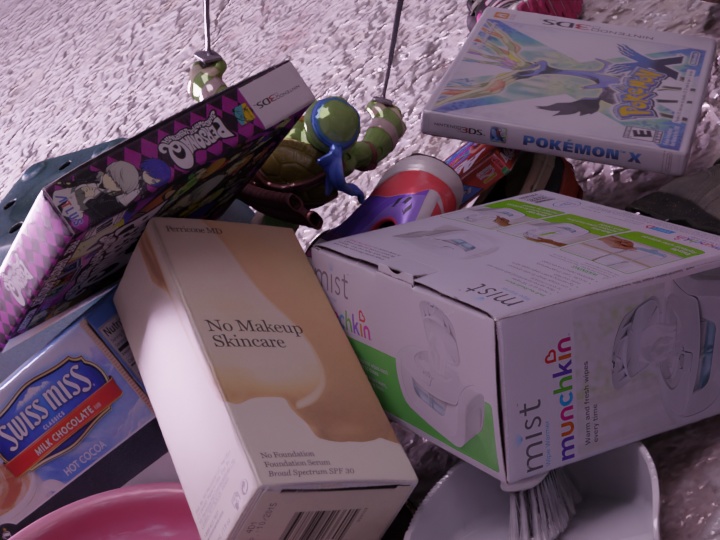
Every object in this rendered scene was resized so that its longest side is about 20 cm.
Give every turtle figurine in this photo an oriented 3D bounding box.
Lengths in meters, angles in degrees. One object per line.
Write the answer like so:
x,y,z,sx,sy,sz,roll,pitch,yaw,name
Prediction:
-0.050,-0.107,1.053,0.143,0.201,0.194,-13,-18,-34,turtle figurine

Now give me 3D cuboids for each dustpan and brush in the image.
0.101,0.106,0.833,0.139,0.058,0.200,-15,7,18,dustpan and brush

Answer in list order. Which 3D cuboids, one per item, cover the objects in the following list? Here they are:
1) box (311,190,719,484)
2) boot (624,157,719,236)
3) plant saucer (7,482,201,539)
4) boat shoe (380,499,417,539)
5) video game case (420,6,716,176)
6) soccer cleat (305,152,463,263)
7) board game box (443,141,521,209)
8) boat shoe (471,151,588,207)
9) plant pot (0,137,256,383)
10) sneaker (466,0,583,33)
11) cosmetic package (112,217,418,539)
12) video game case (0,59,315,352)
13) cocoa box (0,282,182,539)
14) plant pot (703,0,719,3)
0.095,0.026,0.856,0.176,0.097,0.200,-15,19,-27,box
0.259,-0.037,0.895,0.130,0.068,0.200,-33,29,-10,boot
-0.121,0.196,0.812,0.199,0.051,0.201,-6,30,3,plant saucer
-0.008,0.143,0.885,0.072,0.072,0.200,-38,28,-8,boat shoe
0.155,-0.134,1.075,0.181,0.022,0.200,11,34,14,video game case
0.000,0.000,1.033,0.200,0.068,0.073,-47,13,46,soccer cleat
0.047,-0.048,1.103,0.200,0.019,0.103,-38,13,34,board game box
0.081,-0.011,1.043,0.200,0.063,0.071,-46,32,-18,boat shoe
-0.187,0.015,1.144,0.196,0.200,0.196,-10,35,37,plant pot
0.127,-0.204,1.286,0.087,0.074,0.200,-14,29,33,sneaker
-0.058,0.064,0.842,0.071,0.105,0.200,-60,43,34,cosmetic package
-0.136,-0.036,0.915,0.181,0.036,0.200,-34,-5,-33,video game case
-0.165,0.101,0.978,0.200,0.131,0.133,-37,5,31,cocoa box
0.327,-0.281,1.095,0.174,0.201,0.200,27,63,39,plant pot
